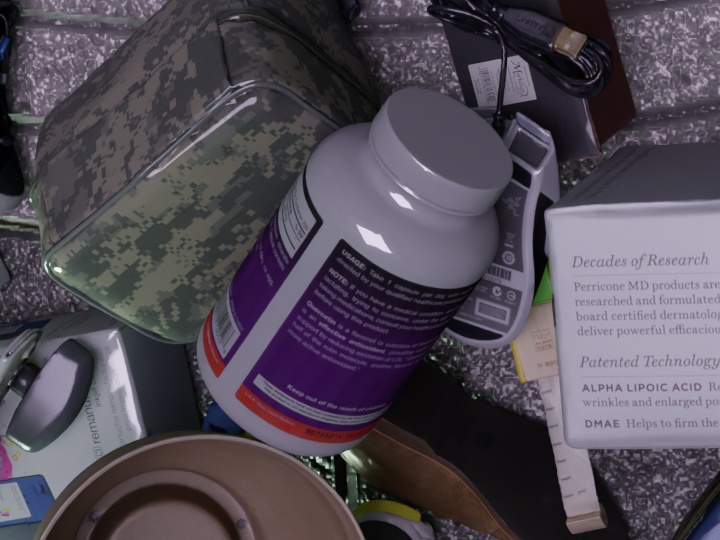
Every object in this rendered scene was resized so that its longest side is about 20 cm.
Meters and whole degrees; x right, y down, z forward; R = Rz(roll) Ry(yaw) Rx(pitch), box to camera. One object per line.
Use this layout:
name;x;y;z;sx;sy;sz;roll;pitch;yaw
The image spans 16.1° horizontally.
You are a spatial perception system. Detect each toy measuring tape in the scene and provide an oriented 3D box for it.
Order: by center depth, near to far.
toy measuring tape;0.116;0.048;1.470;0.073;0.074;0.200;-13;91;20

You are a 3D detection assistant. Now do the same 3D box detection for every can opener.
can opener;-0.231;0.118;1.517;0.066;0.053;0.200;37;112;5

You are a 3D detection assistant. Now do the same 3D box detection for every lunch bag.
lunch bag;-0.089;-0.084;1.465;0.200;0.168;0.139;-39;134;23

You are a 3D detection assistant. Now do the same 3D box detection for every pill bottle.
pill bottle;0.000;0.000;1.373;0.112;0.112;0.200;39;124;6

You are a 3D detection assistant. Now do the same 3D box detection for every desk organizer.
desk organizer;0.088;-0.162;1.428;0.072;0.077;0.200;-11;103;27

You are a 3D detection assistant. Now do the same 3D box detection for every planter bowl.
planter bowl;-0.102;0.182;1.457;0.200;0.135;0.201;-1;96;-13

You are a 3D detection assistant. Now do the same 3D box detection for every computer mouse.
computer mouse;0.077;-0.054;1.401;0.110;0.044;0.200;19;117;23

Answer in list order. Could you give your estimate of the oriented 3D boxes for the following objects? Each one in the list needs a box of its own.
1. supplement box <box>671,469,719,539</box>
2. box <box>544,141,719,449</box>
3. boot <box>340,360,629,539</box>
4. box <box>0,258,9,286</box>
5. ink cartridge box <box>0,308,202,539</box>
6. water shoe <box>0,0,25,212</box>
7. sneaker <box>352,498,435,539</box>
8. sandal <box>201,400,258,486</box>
supplement box;0.271;0.179;1.385;0.200;0.200;0.134;36;110;6
box;0.219;0.006;1.362;0.200;0.199;0.131;-2;101;18
boot;0.070;0.126;1.521;0.200;0.074;0.075;36;141;2
box;-0.328;-0.046;1.549;0.106;0.152;0.200;-25;93;22
ink cartridge box;-0.205;0.108;1.581;0.200;0.088;0.146;-9;100;21
water shoe;-0.242;-0.133;1.545;0.079;0.072;0.200;-25;95;19
sneaker;-0.005;0.237;1.540;0.074;0.085;0.200;11;116;15
sandal;-0.047;0.042;1.528;0.087;0.079;0.200;40;109;22
